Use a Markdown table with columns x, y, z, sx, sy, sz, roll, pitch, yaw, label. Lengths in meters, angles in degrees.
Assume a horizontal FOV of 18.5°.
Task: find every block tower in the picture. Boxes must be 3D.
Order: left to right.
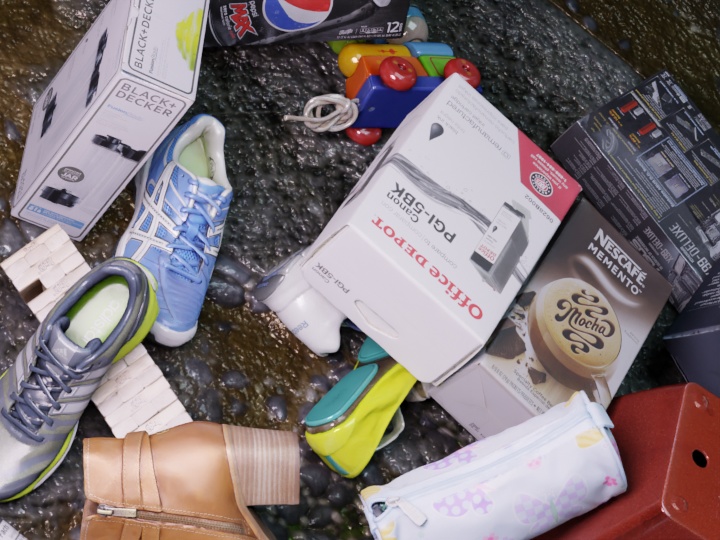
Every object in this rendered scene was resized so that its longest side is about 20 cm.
| x | y | z | sx | sy | sz | roll | pitch | yaw | label |
| --- | --- | --- | --- | --- | --- | --- | --- | --- | --- |
| -0.184 | 0.063 | 1.595 | 0.058 | 0.054 | 0.200 | -36 | 81 | -8 | block tower |

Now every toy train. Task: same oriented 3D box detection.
| x | y | z | sx | sy | sz | roll | pitch | yaw | label |
| --- | --- | --- | --- | --- | --- | --- | --- | --- | --- |
| -0.002 | -0.175 | 1.889 | 0.199 | 0.085 | 0.116 | -2 | 51 | -36 | toy train |

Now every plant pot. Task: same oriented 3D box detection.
| x | y | z | sx | sy | sz | roll | pitch | yaw | label |
| --- | --- | --- | --- | --- | --- | --- | --- | --- | --- |
| 0.246 | 0.205 | 1.730 | 0.199 | 0.176 | 0.200 | 32 | 47 | -13 | plant pot |

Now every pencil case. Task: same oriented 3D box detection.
| x | y | z | sx | sy | sz | roll | pitch | yaw | label |
| --- | --- | --- | --- | --- | --- | --- | --- | --- | --- |
| 0.099 | 0.163 | 1.647 | 0.083 | 0.199 | 0.091 | -113 | 180 | -52 | pencil case |

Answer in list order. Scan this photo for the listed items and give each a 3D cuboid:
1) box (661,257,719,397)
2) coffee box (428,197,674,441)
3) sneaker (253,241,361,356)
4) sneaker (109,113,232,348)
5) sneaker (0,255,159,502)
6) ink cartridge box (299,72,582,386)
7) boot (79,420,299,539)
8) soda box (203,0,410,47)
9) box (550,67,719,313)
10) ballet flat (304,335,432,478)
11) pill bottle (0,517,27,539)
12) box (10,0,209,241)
| x | y | z | sx | sy | sz | roll | pitch | yaw | label |
| --- | --- | --- | --- | --- | --- | --- | --- | --- | --- |
| 0.376 | 0.053 | 1.940 | 0.148 | 0.104 | 0.200 | 56 | 47 | -18 | box |
| 0.156 | 0.055 | 1.771 | 0.113 | 0.080 | 0.200 | 42 | 52 | -10 | coffee box |
| 0.000 | 0.000 | 1.782 | 0.200 | 0.074 | 0.087 | -37 | 93 | -36 | sneaker |
| -0.142 | -0.034 | 1.690 | 0.075 | 0.077 | 0.201 | 18 | 53 | -26 | sneaker |
| -0.212 | 0.069 | 1.523 | 0.074 | 0.081 | 0.201 | 31 | 79 | 5 | sneaker |
| 0.066 | -0.034 | 1.733 | 0.147 | 0.083 | 0.200 | 41 | 50 | -8 | ink cartridge box |
| -0.121 | 0.204 | 1.541 | 0.154 | 0.074 | 0.202 | -1 | 93 | -8 | boot |
| -0.060 | -0.234 | 1.846 | 0.199 | 0.064 | 0.071 | -5 | 46 | -16 | soda box |
| 0.290 | -0.075 | 2.043 | 0.157 | 0.050 | 0.200 | -32 | 81 | -44 | box |
| 0.023 | 0.089 | 1.740 | 0.067 | 0.067 | 0.200 | 57 | 45 | -18 | ballet flat |
| -0.250 | 0.220 | 1.408 | 0.200 | 0.120 | 0.120 | 40 | 46 | -5 | pill bottle |
| -0.185 | -0.124 | 1.634 | 0.060 | 0.200 | 0.117 | 22 | 49 | -21 | box |
